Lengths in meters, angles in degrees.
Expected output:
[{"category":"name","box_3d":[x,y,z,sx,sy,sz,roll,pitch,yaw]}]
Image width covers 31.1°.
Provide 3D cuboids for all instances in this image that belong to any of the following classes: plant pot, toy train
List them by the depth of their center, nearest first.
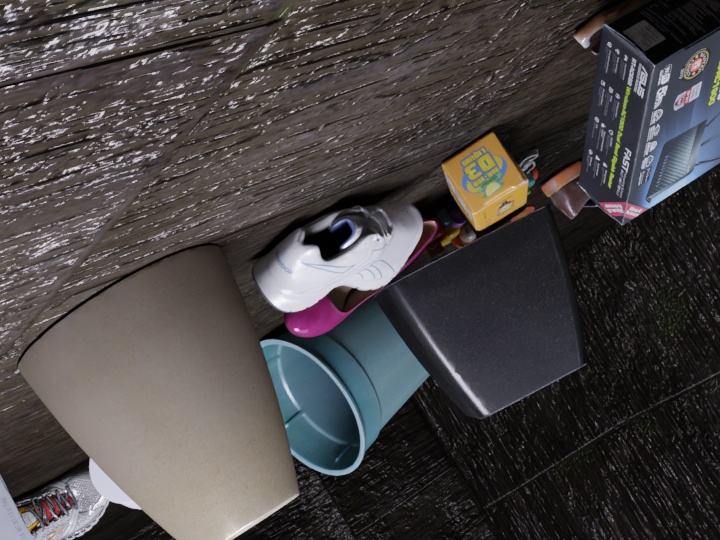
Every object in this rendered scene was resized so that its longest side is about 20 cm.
[{"category":"plant pot","box_3d":[-0.139,0.116,1.020,0.186,0.201,0.187,-31,172,-5]},{"category":"plant pot","box_3d":[0.148,0.057,1.461,0.198,0.179,0.200,-27,177,-5]},{"category":"toy train","box_3d":[0.142,-0.064,1.563,0.199,0.056,0.150,-33,172,1]},{"category":"plant pot","box_3d":[-0.011,0.129,1.689,0.196,0.201,0.200,-36,176,-38]}]

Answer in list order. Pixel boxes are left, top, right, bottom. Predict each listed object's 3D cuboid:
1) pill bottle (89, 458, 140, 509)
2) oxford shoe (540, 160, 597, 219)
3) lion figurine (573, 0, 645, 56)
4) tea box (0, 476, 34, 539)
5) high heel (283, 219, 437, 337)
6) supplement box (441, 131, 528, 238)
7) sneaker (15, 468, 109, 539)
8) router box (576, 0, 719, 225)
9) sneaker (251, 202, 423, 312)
[{"category":"pill bottle","box_3d":[-0.252,0.228,1.570,0.111,0.112,0.200,-34,172,9]},{"category":"oxford shoe","box_3d":[0.351,-0.133,1.899,0.199,0.073,0.071,-29,171,-31]},{"category":"lion figurine","box_3d":[0.266,-0.210,1.120,0.122,0.073,0.200,-43,165,18]},{"category":"tea box","box_3d":[-0.419,0.343,1.290,0.133,0.201,0.196,-38,171,40]},{"category":"high heel","box_3d":[0.000,0.000,1.343,0.096,0.068,0.200,-27,-167,43]},{"category":"supplement box","box_3d":[0.132,-0.086,1.353,0.066,0.069,0.200,-32,174,2]},{"category":"sneaker","box_3d":[-0.404,0.317,1.639,0.199,0.078,0.082,-31,171,-17]},{"category":"router box","box_3d":[0.266,-0.150,1.084,0.149,0.062,0.201,-32,149,-19]},{"category":"sneaker","box_3d":[-0.005,-0.023,1.186,0.199,0.075,0.087,-26,165,-44]}]
